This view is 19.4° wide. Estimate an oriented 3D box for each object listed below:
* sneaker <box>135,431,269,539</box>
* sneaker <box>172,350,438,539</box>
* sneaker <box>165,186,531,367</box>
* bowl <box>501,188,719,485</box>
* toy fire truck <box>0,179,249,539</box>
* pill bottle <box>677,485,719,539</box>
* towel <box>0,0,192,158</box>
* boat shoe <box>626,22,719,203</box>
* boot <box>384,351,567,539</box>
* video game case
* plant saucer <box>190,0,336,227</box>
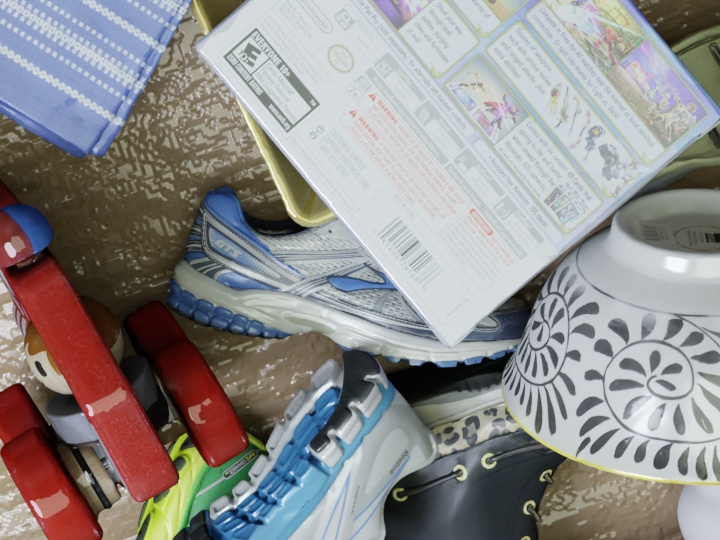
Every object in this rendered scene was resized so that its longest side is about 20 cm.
[{"bbox_3d":[-0.095,0.183,1.152,0.083,0.074,0.201,23,89,-11],"label":"sneaker"},{"bbox_3d":[-0.034,0.143,1.096,0.200,0.075,0.087,-47,118,2],"label":"sneaker"},{"bbox_3d":[0.000,0.000,1.128,0.199,0.077,0.086,10,96,-8],"label":"sneaker"},{"bbox_3d":[0.170,0.018,1.057,0.199,0.201,0.095,-3,114,-3],"label":"bowl"},{"bbox_3d":[-0.149,0.037,1.064,0.112,0.200,0.169,-31,108,-8],"label":"toy fire truck"},{"bbox_3d":[0.241,0.160,1.162,0.112,0.112,0.201,-21,104,2],"label":"pill bottle"},{"bbox_3d":[-0.143,-0.172,1.048,0.144,0.024,0.201,30,95,-13],"label":"towel"},{"bbox_3d":[0.155,-0.080,1.119,0.199,0.068,0.075,-26,102,1],"label":"boat shoe"},{"bbox_3d":[0.096,0.120,1.162,0.202,0.074,0.155,-12,106,9],"label":"boot"},{"bbox_3d":[0.049,-0.096,1.055,0.181,0.045,0.200,-40,96,6],"label":"video game case"},{"bbox_3d":[0.015,-0.153,1.095,0.199,0.048,0.201,-25,96,3],"label":"plant saucer"}]
